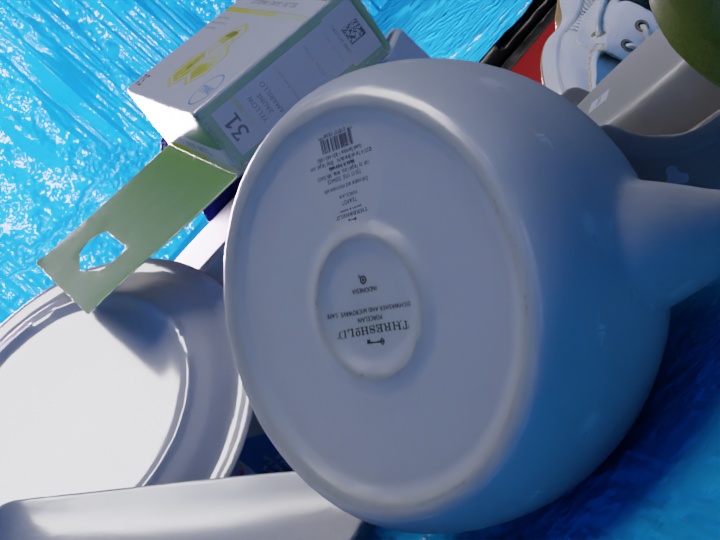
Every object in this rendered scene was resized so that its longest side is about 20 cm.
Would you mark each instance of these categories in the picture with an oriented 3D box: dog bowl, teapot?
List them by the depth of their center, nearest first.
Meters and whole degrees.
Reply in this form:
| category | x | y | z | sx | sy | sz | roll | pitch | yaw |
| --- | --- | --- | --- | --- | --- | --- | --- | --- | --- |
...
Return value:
| category | x | y | z | sx | sy | sz | roll | pitch | yaw |
| --- | --- | --- | --- | --- | --- | --- | --- | --- | --- |
| teapot | 0.049 | 0.007 | 0.728 | 0.146 | 0.200 | 0.198 | -9 | -50 | -47 |
| dog bowl | 0.150 | -0.082 | 0.825 | 0.200 | 0.059 | 0.200 | -42 | 5 | 5 |

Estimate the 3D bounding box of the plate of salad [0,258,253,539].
| category | x | y | z | sx | sy | sz | roll | pitch | yaw |
| --- | --- | --- | --- | --- | --- | --- | --- | --- | --- |
| plate of salad | -0.133 | 0.084 | 0.886 | 0.200 | 0.048 | 0.200 | -16 | 51 | 21 |

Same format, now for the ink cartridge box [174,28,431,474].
| category | x | y | z | sx | sy | sz | roll | pitch | yaw |
| --- | --- | --- | --- | --- | --- | --- | --- | --- | --- |
| ink cartridge box | 0.000 | 0.000 | 0.970 | 0.200 | 0.147 | 0.145 | -45 | 10 | 19 |

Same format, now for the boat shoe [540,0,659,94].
| category | x | y | z | sx | sy | sz | roll | pitch | yaw |
| --- | --- | --- | --- | --- | --- | --- | --- | --- | --- |
| boat shoe | 0.147 | -0.118 | 1.002 | 0.069 | 0.071 | 0.200 | -23 | 31 | 23 |

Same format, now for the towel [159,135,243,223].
| category | x | y | z | sx | sy | sz | roll | pitch | yaw |
| --- | --- | --- | --- | --- | --- | --- | --- | --- | --- |
| towel | -0.020 | -0.054 | 1.088 | 0.147 | 0.200 | 0.050 | -31 | 48 | 2 |

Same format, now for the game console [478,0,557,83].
| category | x | y | z | sx | sy | sz | roll | pitch | yaw |
| --- | --- | --- | --- | --- | --- | --- | --- | --- | --- |
| game console | 0.150 | -0.122 | 1.164 | 0.200 | 0.119 | 0.172 | -49 | -21 | -2 |

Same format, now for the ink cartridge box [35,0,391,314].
| category | x | y | z | sx | sy | sz | roll | pitch | yaw |
| --- | --- | --- | --- | --- | --- | --- | --- | --- | --- |
| ink cartridge box | -0.091 | -0.072 | 0.931 | 0.200 | 0.048 | 0.145 | -40 | 20 | -9 |

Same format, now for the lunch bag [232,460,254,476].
| category | x | y | z | sx | sy | sz | roll | pitch | yaw |
| --- | --- | --- | --- | --- | --- | --- | --- | --- | --- |
| lunch bag | -0.150 | 0.105 | 1.079 | 0.170 | 0.122 | 0.200 | -17 | -1 | 13 |

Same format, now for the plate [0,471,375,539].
| category | x | y | z | sx | sy | sz | roll | pitch | yaw |
| --- | --- | --- | --- | --- | --- | --- | --- | --- | --- |
| plate | -0.095 | 0.132 | 0.720 | 0.199 | 0.032 | 0.200 | -7 | 13 | 17 |

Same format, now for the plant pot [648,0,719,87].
| category | x | y | z | sx | sy | sz | roll | pitch | yaw |
| --- | --- | --- | --- | --- | --- | --- | --- | --- | --- |
| plant pot | 0.177 | -0.161 | 0.637 | 0.201 | 0.200 | 0.193 | -54 | -21 | -28 |
